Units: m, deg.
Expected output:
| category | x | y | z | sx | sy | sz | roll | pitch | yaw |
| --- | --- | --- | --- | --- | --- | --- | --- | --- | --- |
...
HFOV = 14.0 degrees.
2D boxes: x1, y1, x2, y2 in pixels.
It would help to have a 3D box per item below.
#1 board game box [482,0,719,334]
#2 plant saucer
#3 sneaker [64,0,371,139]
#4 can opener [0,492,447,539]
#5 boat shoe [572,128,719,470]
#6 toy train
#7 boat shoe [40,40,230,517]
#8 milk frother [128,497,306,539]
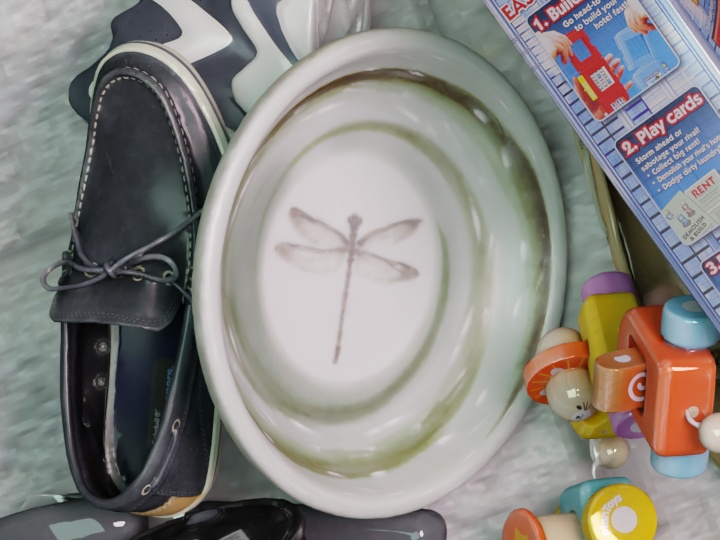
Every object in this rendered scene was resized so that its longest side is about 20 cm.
| category | x | y | z | sx | sy | sz | roll | pitch | yaw |
| --- | --- | --- | --- | --- | --- | --- | --- | --- | --- |
| board game box | 0.122 | -0.081 | 1.124 | 0.062 | 0.200 | 0.200 | -35 | 105 | 22 |
| plant saucer | 0.000 | 0.000 | 1.215 | 0.050 | 0.199 | 0.202 | 7 | 89 | 49 |
| sneaker | -0.070 | -0.044 | 1.277 | 0.129 | 0.079 | 0.201 | 8 | 102 | 28 |
| can opener | -0.064 | 0.125 | 1.269 | 0.199 | 0.067 | 0.054 | 0 | 88 | 15 |
| boat shoe | 0.137 | 0.002 | 1.222 | 0.073 | 0.063 | 0.201 | -29 | 81 | 11 |
| toy train | 0.097 | 0.084 | 1.169 | 0.055 | 0.150 | 0.201 | -3 | 120 | -11 |
| boat shoe | -0.091 | 0.006 | 1.216 | 0.074 | 0.062 | 0.201 | 6 | 99 | 29 |
| milk frother | -0.085 | 0.224 | 1.182 | 0.199 | 0.181 | 0.189 | -19 | 103 | 10 |
